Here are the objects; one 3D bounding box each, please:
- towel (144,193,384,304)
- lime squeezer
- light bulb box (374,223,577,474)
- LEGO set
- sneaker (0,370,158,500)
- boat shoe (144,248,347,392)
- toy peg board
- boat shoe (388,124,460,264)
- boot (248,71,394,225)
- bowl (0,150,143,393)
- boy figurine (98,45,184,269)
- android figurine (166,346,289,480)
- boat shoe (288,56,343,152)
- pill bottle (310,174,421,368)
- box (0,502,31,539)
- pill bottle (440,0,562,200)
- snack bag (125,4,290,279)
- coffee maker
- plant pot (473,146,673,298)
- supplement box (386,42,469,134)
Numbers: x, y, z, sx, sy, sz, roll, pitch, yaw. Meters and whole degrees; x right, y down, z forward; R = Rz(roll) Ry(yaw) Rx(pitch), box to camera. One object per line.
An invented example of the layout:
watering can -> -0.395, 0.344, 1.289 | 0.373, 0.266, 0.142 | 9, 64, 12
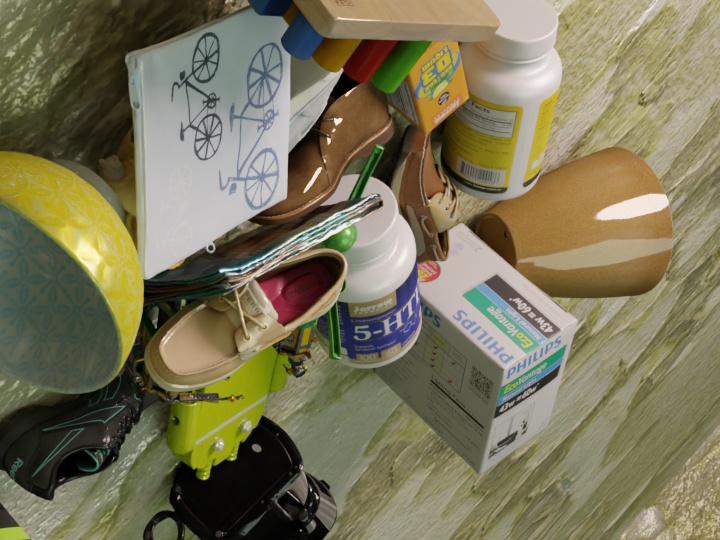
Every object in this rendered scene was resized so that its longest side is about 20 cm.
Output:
towel -> -0.091, -0.020, 1.172 | 0.199, 0.146, 0.022 | -30, 105, -41
lime squeezer -> -0.020, -0.017, 1.237 | 0.071, 0.037, 0.202 | 141, -38, -75
light bulb box -> 0.130, 0.091, 1.582 | 0.124, 0.198, 0.201 | -30, 147, -30
LEGO set -> -0.141, 0.068, 1.229 | 0.199, 0.154, 0.117 | -21, 141, -35
sneaker -> -0.242, 0.147, 1.252 | 0.199, 0.079, 0.076 | -31, 145, -33
boat shoe -> -0.093, 0.032, 1.133 | 0.199, 0.074, 0.069 | -32, 171, -33
toy peg board -> -0.033, -0.220, 1.004 | 0.198, 0.201, 0.098 | -10, 148, -49
boat shoe -> 0.070, -0.076, 1.407 | 0.201, 0.073, 0.076 | 88, 14, -58
boot -> -0.043, -0.117, 1.227 | 0.200, 0.073, 0.076 | -47, 143, -35
bowl -> -0.233, -0.018, 0.983 | 0.201, 0.199, 0.108 | 95, 21, -47
boy figurine -> -0.164, -0.087, 1.100 | 0.124, 0.064, 0.201 | -22, 138, -45
android figurine -> -0.137, 0.127, 1.388 | 0.182, 0.041, 0.201 | -29, 141, -51
boat shoe -> -0.065, -0.152, 1.167 | 0.201, 0.070, 0.071 | -49, 162, 9
pill bottle -> 0.000, 0.000, 1.374 | 0.119, 0.120, 0.201 | -38, 149, -19
box -> -0.386, 0.260, 1.109 | 0.199, 0.148, 0.125 | 2, 122, -56
pill bottle -> 0.146, -0.179, 1.375 | 0.111, 0.111, 0.201 | -31, 147, -30
snack bag -> -0.115, -0.104, 1.038 | 0.200, 0.021, 0.190 | -37, 139, -49
coffee maker -> -0.134, 0.277, 1.533 | 0.191, 0.135, 0.200 | -23, 148, 1
plant pot -> 0.244, -0.042, 1.632 | 0.199, 0.187, 0.187 | -13, 137, -28
supplement box -> 0.048, -0.215, 1.242 | 0.066, 0.069, 0.200 | -41, 153, -10
